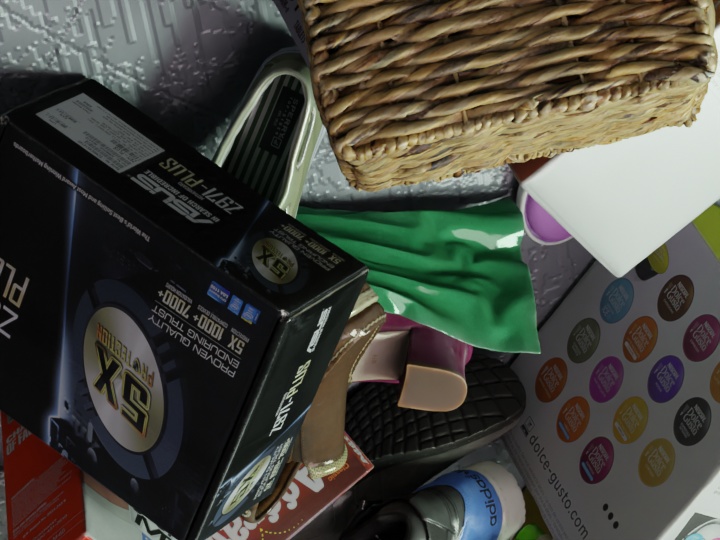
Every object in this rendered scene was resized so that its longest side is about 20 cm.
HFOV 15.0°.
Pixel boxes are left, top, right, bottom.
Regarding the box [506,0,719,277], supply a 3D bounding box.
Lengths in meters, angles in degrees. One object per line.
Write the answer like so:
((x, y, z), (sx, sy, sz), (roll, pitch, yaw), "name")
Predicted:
((0.165, -0.126, 1.517), (0.200, 0.152, 0.106), (-39, 133, 11), "box")

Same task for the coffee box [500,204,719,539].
((0.236, 0.100, 1.708), (0.200, 0.200, 0.198), (22, 117, -36), "coffee box")

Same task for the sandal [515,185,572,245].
((0.170, -0.085, 1.624), (0.082, 0.050, 0.203), (28, 113, -38), "sandal")

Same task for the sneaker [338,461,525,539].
((0.018, 0.204, 1.716), (0.111, 0.077, 0.200), (-12, 145, -41), "sneaker")

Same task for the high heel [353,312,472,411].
((-0.030, 0.032, 1.650), (0.200, 0.096, 0.068), (18, 118, -10), "high heel")

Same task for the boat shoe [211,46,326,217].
((-0.070, -0.031, 1.521), (0.072, 0.062, 0.200), (21, 102, 9), "boat shoe")

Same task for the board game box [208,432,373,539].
((-0.099, 0.145, 1.676), (0.200, 0.103, 0.019), (-41, 177, 13), "board game box")

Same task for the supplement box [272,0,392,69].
((0.045, -0.183, 1.445), (0.061, 0.109, 0.200), (27, 113, -36), "supplement box")

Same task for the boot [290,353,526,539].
((0.019, 0.133, 1.747), (0.200, 0.068, 0.131), (-24, 144, 0), "boot")

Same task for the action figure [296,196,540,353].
((0.000, 0.000, 1.600), (0.200, 0.118, 0.055), (6, 136, -17), "action figure")

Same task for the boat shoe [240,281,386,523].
((-0.030, 0.080, 1.558), (0.075, 0.075, 0.202), (-34, 171, -39), "boat shoe")

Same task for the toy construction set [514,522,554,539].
((0.084, 0.242, 1.691), (0.200, 0.092, 0.131), (-55, 159, -14), "toy construction set")

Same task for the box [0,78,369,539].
((-0.120, 0.021, 1.479), (0.086, 0.200, 0.164), (-32, 152, -54), "box")

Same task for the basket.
((0.069, -0.131, 1.374), (0.200, 0.143, 0.149), (-13, 174, 3), "basket")

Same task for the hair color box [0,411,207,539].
((-0.144, 0.141, 1.560), (0.064, 0.200, 0.111), (-42, 118, 13), "hair color box")

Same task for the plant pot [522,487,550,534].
((0.171, 0.273, 1.843), (0.200, 0.177, 0.200), (29, 112, -38), "plant pot")
